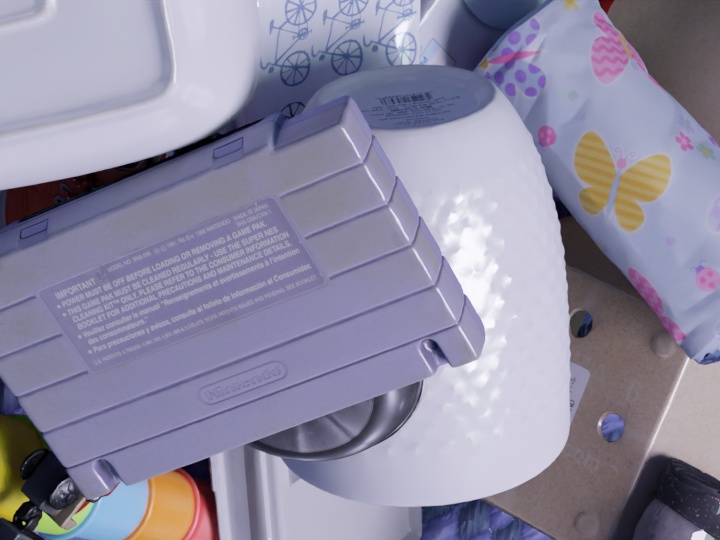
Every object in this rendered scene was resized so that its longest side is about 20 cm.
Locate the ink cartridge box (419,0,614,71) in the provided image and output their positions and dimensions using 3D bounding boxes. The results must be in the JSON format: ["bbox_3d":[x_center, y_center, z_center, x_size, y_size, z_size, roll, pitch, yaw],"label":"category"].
[{"bbox_3d":[0.087,-0.125,1.214,0.161,0.047,0.200,-57,138,-5],"label":"ink cartridge box"}]

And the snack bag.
[{"bbox_3d":[-0.059,-0.053,1.087,0.199,0.021,0.190,-11,119,-26],"label":"snack bag"}]

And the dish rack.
[{"bbox_3d":[-0.014,0.114,1.212,0.172,0.043,0.201,-44,141,-46],"label":"dish rack"}]

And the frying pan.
[{"bbox_3d":[-0.029,0.013,0.964,0.031,0.114,0.191,-73,165,-51],"label":"frying pan"}]

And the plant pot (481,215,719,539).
[{"bbox_3d":[0.151,0.079,1.262,0.177,0.199,0.201,12,102,-55],"label":"plant pot"}]

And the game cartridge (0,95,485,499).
[{"bbox_3d":[-0.063,0.013,0.931,0.130,0.199,0.038,61,23,-22],"label":"game cartridge"}]

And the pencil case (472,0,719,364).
[{"bbox_3d":[0.143,-0.052,1.133,0.083,0.200,0.091,-43,173,26],"label":"pencil case"}]

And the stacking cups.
[{"bbox_3d":[-0.137,0.115,1.107,0.200,0.060,0.061,27,91,-52],"label":"stacking cups"}]

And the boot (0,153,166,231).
[{"bbox_3d":[-0.120,-0.039,0.989,0.075,0.107,0.201,-7,118,-17],"label":"boot"}]

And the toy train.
[{"bbox_3d":[-0.124,0.086,1.025,0.200,0.034,0.046,-54,147,-3],"label":"toy train"}]

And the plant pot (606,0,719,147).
[{"bbox_3d":[0.202,-0.099,1.249,0.200,0.134,0.202,16,90,-70],"label":"plant pot"}]

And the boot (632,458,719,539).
[{"bbox_3d":[0.196,0.190,1.197,0.199,0.070,0.132,28,94,-33],"label":"boot"}]

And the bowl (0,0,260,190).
[{"bbox_3d":[-0.143,-0.122,0.861,0.198,0.075,0.201,-11,111,-1],"label":"bowl"}]

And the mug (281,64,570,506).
[{"bbox_3d":[0.000,0.000,1.060,0.148,0.198,0.177,-80,168,-65],"label":"mug"}]
